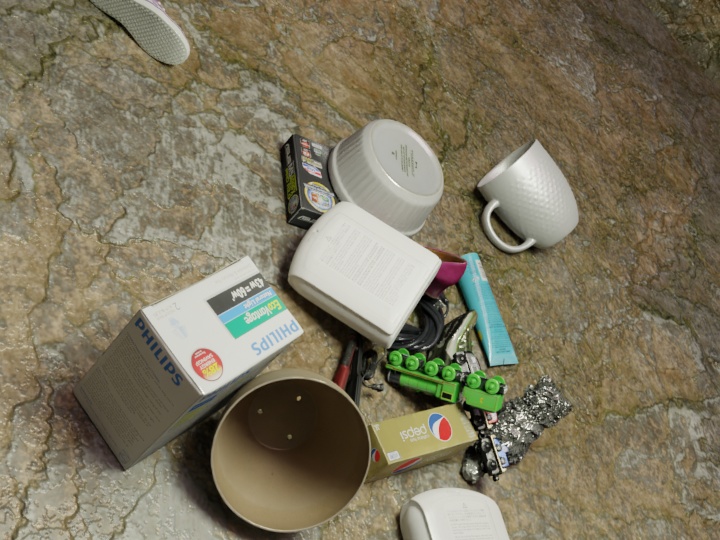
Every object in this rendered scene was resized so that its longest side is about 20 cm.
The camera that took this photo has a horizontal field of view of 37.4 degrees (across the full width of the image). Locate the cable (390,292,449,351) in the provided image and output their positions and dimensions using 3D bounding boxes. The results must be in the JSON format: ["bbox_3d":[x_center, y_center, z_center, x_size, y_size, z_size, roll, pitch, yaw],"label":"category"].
[{"bbox_3d":[0.049,0.044,1.717,0.200,0.051,0.164,42,47,-2],"label":"cable"}]

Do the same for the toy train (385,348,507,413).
[{"bbox_3d":[0.126,0.166,1.599,0.197,0.057,0.042,14,10,24],"label":"toy train"}]

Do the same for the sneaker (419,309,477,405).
[{"bbox_3d":[0.157,0.147,1.716,0.089,0.076,0.201,46,45,-17],"label":"sneaker"}]

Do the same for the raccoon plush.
[{"bbox_3d":[0.252,0.253,1.653,0.097,0.134,0.201,43,39,-7],"label":"raccoon plush"}]

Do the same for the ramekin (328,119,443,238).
[{"bbox_3d":[0.050,-0.161,1.774,0.200,0.094,0.205,25,44,-26],"label":"ramekin"}]

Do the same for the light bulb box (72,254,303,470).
[{"bbox_3d":[-0.210,0.110,1.295,0.125,0.200,0.197,52,39,6],"label":"light bulb box"}]

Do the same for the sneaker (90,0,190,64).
[{"bbox_3d":[-0.339,-0.427,1.726,0.200,0.073,0.115,43,36,-6],"label":"sneaker"}]

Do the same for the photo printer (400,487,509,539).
[{"bbox_3d":[0.143,0.402,1.482,0.164,0.069,0.203,7,53,-38],"label":"photo printer"}]

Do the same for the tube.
[{"bbox_3d":[0.216,0.069,1.847,0.077,0.050,0.203,-3,65,-39],"label":"tube"}]

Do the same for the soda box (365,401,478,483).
[{"bbox_3d":[0.078,0.249,1.550,0.198,0.068,0.065,-5,61,-44],"label":"soda box"}]

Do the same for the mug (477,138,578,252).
[{"bbox_3d":[0.315,-0.121,2.035,0.200,0.147,0.176,-42,97,-21],"label":"mug"}]

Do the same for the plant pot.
[{"bbox_3d":[-0.094,0.208,1.355,0.199,0.202,0.135,33,7,-16],"label":"plant pot"}]

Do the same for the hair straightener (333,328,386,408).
[{"bbox_3d":[-0.002,0.158,1.584,0.076,0.041,0.201,34,37,-17],"label":"hair straightener"}]

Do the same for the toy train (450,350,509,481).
[{"bbox_3d":[0.185,0.218,1.615,0.045,0.034,0.203,-9,73,-22],"label":"toy train"}]

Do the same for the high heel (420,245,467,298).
[{"bbox_3d":[0.072,-0.037,1.688,0.199,0.096,0.068,38,44,-3],"label":"high heel"}]

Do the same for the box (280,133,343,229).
[{"bbox_3d":[-0.035,-0.127,1.775,0.198,0.044,0.162,18,47,-32],"label":"box"}]

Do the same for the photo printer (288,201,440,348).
[{"bbox_3d":[0.000,0.000,1.611,0.198,0.070,0.167,31,65,7],"label":"photo printer"}]
